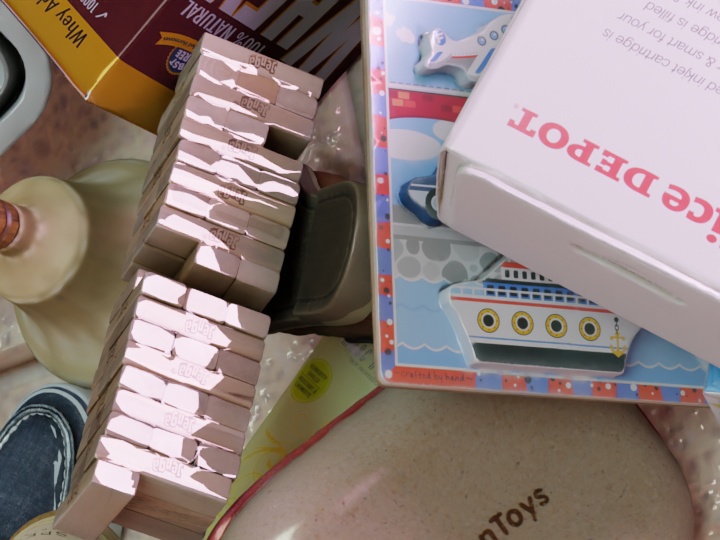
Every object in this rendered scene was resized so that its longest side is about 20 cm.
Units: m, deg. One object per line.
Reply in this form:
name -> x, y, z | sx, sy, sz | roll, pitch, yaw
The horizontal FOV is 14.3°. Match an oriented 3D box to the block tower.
block tower -> -0.064, 0.011, 1.103 | 0.054, 0.058, 0.201 | 129, 158, -57

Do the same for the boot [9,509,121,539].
boot -> -0.078, 0.190, 1.078 | 0.073, 0.155, 0.200 | -32, 94, 5

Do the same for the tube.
tube -> -0.038, 0.102, 1.175 | 0.058, 0.052, 0.200 | 38, 94, -4

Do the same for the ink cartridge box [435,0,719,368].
ink cartridge box -> 0.133, -0.078, 1.004 | 0.144, 0.085, 0.201 | 28, 74, 7

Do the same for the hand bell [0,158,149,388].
hand bell -> -0.155, -0.022, 1.182 | 0.104, 0.200, 0.105 | -8, 72, 27

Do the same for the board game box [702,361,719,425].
board game box -> 0.211, -0.033, 1.047 | 0.134, 0.034, 0.201 | 6, 67, 23

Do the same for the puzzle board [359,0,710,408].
puzzle board -> 0.096, -0.026, 1.066 | 0.017, 0.199, 0.151 | 145, 126, -61

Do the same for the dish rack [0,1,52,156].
dish rack -> -0.250, -0.079, 1.233 | 0.200, 0.044, 0.172 | -43, 101, 6

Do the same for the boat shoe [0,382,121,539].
boat shoe -> -0.164, 0.139, 1.208 | 0.071, 0.091, 0.201 | 13, 83, 30

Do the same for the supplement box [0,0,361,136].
supplement box -> -0.070, -0.187, 1.218 | 0.200, 0.133, 0.197 | -48, 61, 10

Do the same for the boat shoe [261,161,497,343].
boat shoe -> 0.000, 0.000, 1.135 | 0.200, 0.068, 0.072 | -155, 79, -74

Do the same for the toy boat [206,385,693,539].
toy boat -> 0.022, 0.113, 1.101 | 0.200, 0.131, 0.131 | -36, 89, -21
